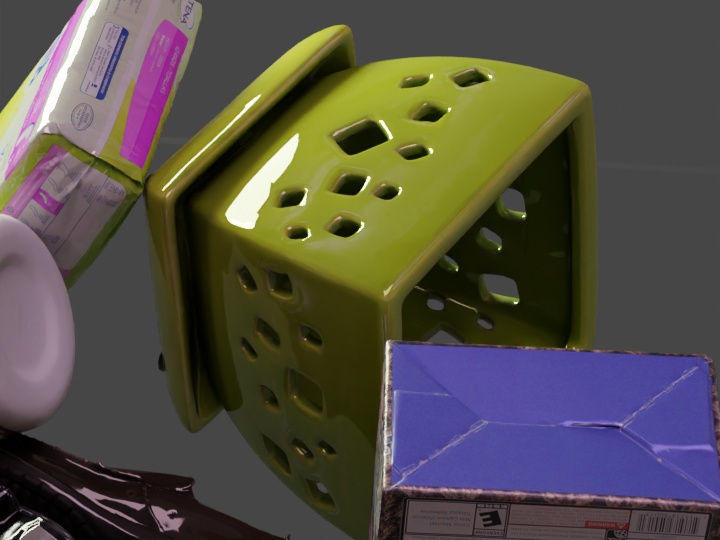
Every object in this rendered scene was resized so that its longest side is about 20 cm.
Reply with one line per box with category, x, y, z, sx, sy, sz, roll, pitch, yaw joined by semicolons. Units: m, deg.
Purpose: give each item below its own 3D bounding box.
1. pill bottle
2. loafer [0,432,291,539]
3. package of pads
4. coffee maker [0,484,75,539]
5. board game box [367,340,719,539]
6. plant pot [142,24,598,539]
pill bottle;-0.255;0.042;1.518;0.199;0.112;0.112;-12;40;24
loafer;-0.116;0.136;1.509;0.199;0.073;0.071;26;37;16
package of pads;-0.168;-0.049;1.595;0.068;0.200;0.155;29;43;-14
coffee maker;-0.240;0.186;1.396;0.192;0.135;0.200;33;51;26
board game box;0.083;0.140;1.419;0.158;0.201;0.097;3;44;-2
plant pot;0.000;0.000;1.564;0.181;0.200;0.200;22;48;26
